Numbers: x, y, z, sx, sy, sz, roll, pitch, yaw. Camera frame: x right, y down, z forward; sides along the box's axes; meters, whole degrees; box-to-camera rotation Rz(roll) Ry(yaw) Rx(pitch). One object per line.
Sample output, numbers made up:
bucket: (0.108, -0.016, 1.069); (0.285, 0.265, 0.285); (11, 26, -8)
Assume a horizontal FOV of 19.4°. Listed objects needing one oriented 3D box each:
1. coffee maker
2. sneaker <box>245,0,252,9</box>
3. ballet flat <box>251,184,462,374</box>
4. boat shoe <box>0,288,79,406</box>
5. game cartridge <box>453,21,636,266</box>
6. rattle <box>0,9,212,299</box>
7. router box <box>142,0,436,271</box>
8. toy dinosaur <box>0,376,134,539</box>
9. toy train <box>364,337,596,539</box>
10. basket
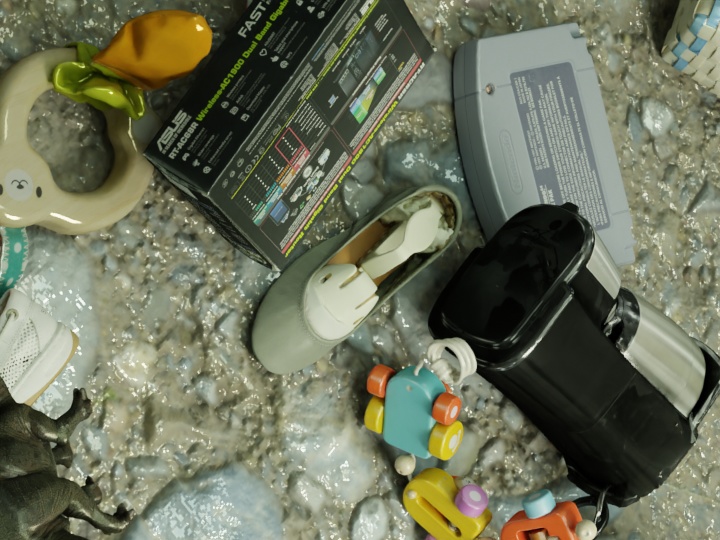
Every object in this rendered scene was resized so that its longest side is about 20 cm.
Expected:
coffee maker: (0.153, 0.079, 1.547); (0.200, 0.135, 0.192); (41, 58, -36)
sneaker: (-0.012, -0.224, 1.520); (0.081, 0.088, 0.200); (46, 59, -37)
ballet flat: (0.000, 0.000, 1.516); (0.200, 0.064, 0.067); (-43, 107, -32)
boat shoe: (-0.262, 0.092, 1.318); (0.069, 0.071, 0.200); (46, 55, -14)
game cartridge: (0.141, -0.089, 1.648); (0.133, 0.041, 0.200); (-14, 90, -39)
rattle: (-0.184, -0.066, 1.357); (0.200, 0.143, 0.130); (-50, 128, -36)
router box: (-0.044, -0.115, 1.424); (0.200, 0.062, 0.150); (-54, 154, -7)
toy dinosaur: (-0.200, 0.127, 1.251); (0.102, 0.077, 0.200); (-9, 65, -35)
toy train: (0.090, 0.136, 1.511); (0.056, 0.150, 0.200); (-35, 98, -48)
basket: (0.366, -0.208, 1.748); (0.200, 0.139, 0.176); (21, 68, 2)
